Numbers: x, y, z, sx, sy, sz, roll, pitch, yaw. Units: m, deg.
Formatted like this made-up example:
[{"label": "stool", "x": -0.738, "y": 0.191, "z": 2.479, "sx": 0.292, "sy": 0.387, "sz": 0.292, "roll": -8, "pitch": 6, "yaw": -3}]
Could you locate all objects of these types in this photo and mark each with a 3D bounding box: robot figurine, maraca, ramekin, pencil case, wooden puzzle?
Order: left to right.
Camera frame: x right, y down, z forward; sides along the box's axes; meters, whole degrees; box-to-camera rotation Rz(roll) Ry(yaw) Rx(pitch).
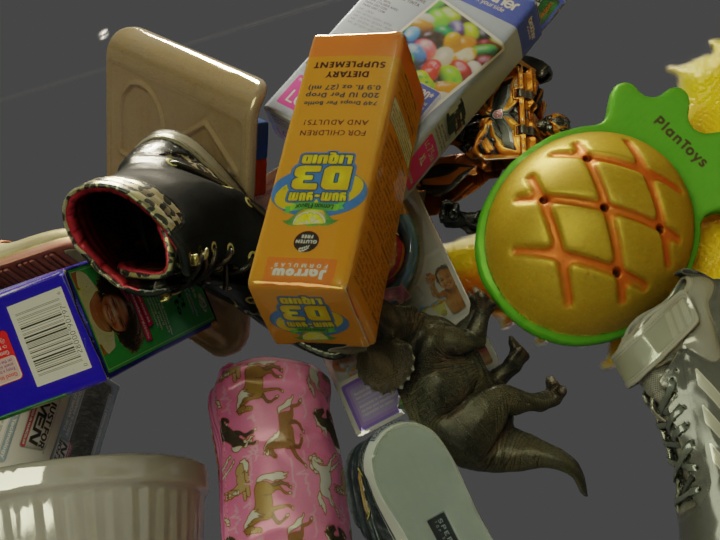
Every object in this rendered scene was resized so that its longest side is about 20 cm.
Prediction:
[{"label": "ramekin", "x": -0.194, "y": 0.188, "z": 0.965, "sx": 0.201, "sy": 0.202, "sz": 0.095, "roll": -15, "pitch": 72, "yaw": 17}, {"label": "wooden puzzle", "x": -0.125, "y": -0.062, "z": 1.078, "sx": 0.185, "sy": 0.046, "sz": 0.201, "roll": 28, "pitch": 118, "yaw": 43}, {"label": "pencil case", "x": -0.054, "y": 0.157, "z": 0.977, "sx": 0.082, "sy": 0.086, "sz": 0.201, "roll": -24, "pitch": 57, "yaw": 29}, {"label": "robot figurine", "x": 0.051, "y": -0.091, "z": 1.061, "sx": 0.199, "sy": 0.058, "sz": 0.146, "roll": -9, "pitch": 68, "yaw": 20}, {"label": "maraca", "x": 0.163, "y": -0.038, "z": 0.961, "sx": 0.137, "sy": 0.107, "sz": 0.200, "roll": 45, "pitch": 75, "yaw": 7}]

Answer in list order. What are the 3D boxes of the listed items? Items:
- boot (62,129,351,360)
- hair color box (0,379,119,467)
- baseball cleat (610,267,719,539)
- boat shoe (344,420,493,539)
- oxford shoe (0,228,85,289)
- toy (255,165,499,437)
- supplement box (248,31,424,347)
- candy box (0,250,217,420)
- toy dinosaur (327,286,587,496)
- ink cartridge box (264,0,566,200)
[{"label": "boot", "x": -0.088, "y": 0.000, "z": 0.929, "sx": 0.203, "sy": 0.154, "sz": 0.074, "roll": 42, "pitch": 108, "yaw": 0}, {"label": "hair color box", "x": -0.291, "y": 0.113, "z": 1.117, "sx": 0.199, "sy": 0.061, "sz": 0.100, "roll": 5, "pitch": 69, "yaw": 27}, {"label": "baseball cleat", "x": 0.195, "y": 0.095, "z": 0.889, "sx": 0.106, "sy": 0.070, "sz": 0.201, "roll": 19, "pitch": 62, "yaw": -7}, {"label": "boat shoe", "x": 0.053, "y": 0.191, "z": 0.927, "sx": 0.070, "sy": 0.091, "sz": 0.201, "roll": -21, "pitch": 84, "yaw": -16}, {"label": "oxford shoe", "x": -0.300, "y": -0.007, "z": 1.173, "sx": 0.199, "sy": 0.071, "sz": 0.074, "roll": -16, "pitch": 58, "yaw": 16}, {"label": "toy", "x": 0.000, "y": 0.000, "z": 1.011, "sx": 0.115, "sy": 0.047, "sz": 0.201, "roll": -29, "pitch": 79, "yaw": 16}, {"label": "supplement box", "x": -0.011, "y": -0.053, "z": 0.911, "sx": 0.066, "sy": 0.069, "sz": 0.201, "roll": 1, "pitch": 57, "yaw": 16}, {"label": "candy box", "x": -0.209, "y": 0.044, "z": 0.959, "sx": 0.168, "sy": 0.200, "sz": 0.077, "roll": -20, "pitch": 95, "yaw": 15}, {"label": "toy dinosaur", "x": 0.065, "y": 0.077, "z": 0.951, "sx": 0.102, "sy": 0.077, "sz": 0.200, "roll": -41, "pitch": 100, "yaw": -5}, {"label": "ink cartridge box", "x": 0.040, "y": -0.151, "z": 1.027, "sx": 0.119, "sy": 0.042, "sz": 0.200, "roll": 30, "pitch": 68, "yaw": 29}]
